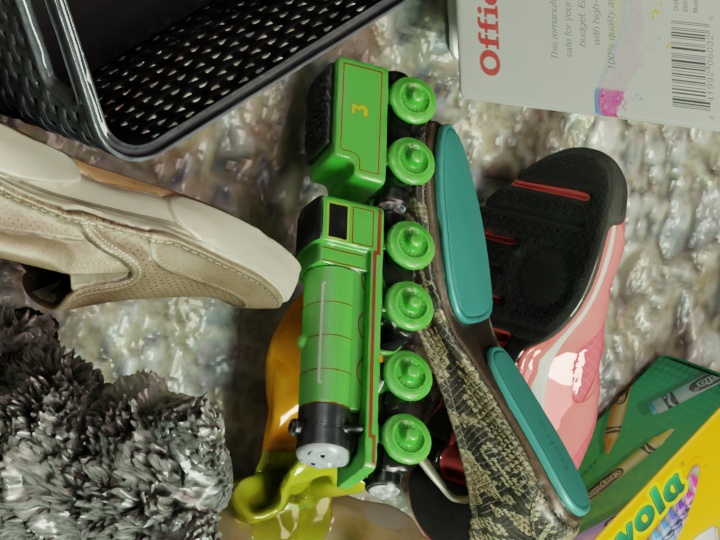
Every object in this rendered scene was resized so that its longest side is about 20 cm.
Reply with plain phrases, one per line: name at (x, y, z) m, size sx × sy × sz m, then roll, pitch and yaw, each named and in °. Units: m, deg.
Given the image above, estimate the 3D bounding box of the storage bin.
storage bin at (-0.066, -0.149, 1.133) m, size 0.200 × 0.094 × 0.135 m, roll -35°, pitch 124°, yaw -29°

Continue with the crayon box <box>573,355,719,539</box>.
crayon box at (0.126, 0.153, 1.426) m, size 0.200 × 0.058 × 0.119 m, roll -44°, pitch 128°, yaw -22°

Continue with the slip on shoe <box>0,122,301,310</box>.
slip on shoe at (-0.113, -0.012, 1.147) m, size 0.200 × 0.076 × 0.061 m, roll 24°, pitch 81°, yaw -40°

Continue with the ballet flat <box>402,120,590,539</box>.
ballet flat at (0.037, 0.036, 1.286) m, size 0.200 × 0.075 × 0.068 m, roll 70°, pitch 19°, yaw 5°

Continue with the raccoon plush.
raccoon plush at (-0.143, 0.094, 1.116) m, size 0.200 × 0.134 × 0.097 m, roll -30°, pitch 122°, yaw -31°

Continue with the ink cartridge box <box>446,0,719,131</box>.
ink cartridge box at (0.134, -0.143, 1.254) m, size 0.125 × 0.200 × 0.129 m, roll -29°, pitch 124°, yaw -52°

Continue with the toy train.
toy train at (0.000, 0.000, 1.213) m, size 0.056 × 0.042 × 0.200 m, roll 13°, pitch 61°, yaw -21°

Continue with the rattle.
rattle at (0.003, 0.115, 1.196) m, size 0.130 × 0.200 × 0.143 m, roll 30°, pitch 108°, yaw -14°

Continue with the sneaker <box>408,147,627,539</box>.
sneaker at (0.082, 0.038, 1.356) m, size 0.087 × 0.074 × 0.200 m, roll 8°, pitch 101°, yaw -59°
